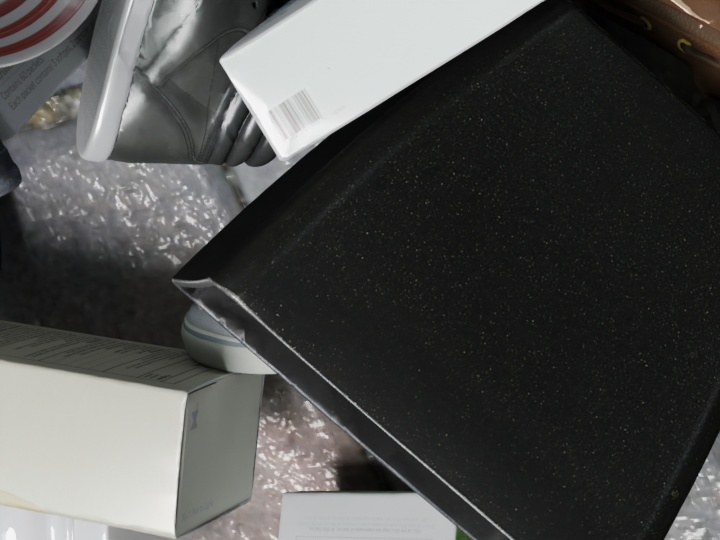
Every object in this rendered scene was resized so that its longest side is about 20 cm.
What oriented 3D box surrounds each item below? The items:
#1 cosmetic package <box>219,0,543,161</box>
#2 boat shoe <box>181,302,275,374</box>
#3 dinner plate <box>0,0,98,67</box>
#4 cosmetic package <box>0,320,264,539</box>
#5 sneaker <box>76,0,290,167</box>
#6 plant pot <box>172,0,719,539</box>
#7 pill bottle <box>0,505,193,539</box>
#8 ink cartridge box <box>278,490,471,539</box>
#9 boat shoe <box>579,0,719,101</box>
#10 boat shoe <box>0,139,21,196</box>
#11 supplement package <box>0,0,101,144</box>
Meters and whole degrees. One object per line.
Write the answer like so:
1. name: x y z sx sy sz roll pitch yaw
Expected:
1. cosmetic package: 0.047 -0.119 0.983 0.199 0.083 0.051 -31 96 20
2. boat shoe: 0.000 0.000 1.211 0.199 0.070 0.072 -7 109 30
3. dinner plate: -0.190 -0.172 1.095 0.200 0.200 0.024 49 136 -10
4. cosmetic package: -0.157 0.069 1.261 0.198 0.103 0.074 10 99 19
5. sneaker: -0.053 -0.134 1.143 0.098 0.071 0.201 11 112 -19
6. plant pot: 0.060 0.001 1.059 0.199 0.178 0.200 40 175 -6
7. pill bottle: -0.191 0.125 1.381 0.199 0.109 0.109 1 124 30
8. ink cartridge box: 0.009 0.210 1.276 0.103 0.202 0.059 -3 165 32
9. boat shoe: 0.165 -0.097 1.035 0.199 0.072 0.068 32 139 14
10. boat shoe: -0.227 -0.007 1.103 0.199 0.072 0.068 -32 103 19
11. supplement package: -0.241 -0.123 1.174 0.150 0.152 0.200 -36 101 26
